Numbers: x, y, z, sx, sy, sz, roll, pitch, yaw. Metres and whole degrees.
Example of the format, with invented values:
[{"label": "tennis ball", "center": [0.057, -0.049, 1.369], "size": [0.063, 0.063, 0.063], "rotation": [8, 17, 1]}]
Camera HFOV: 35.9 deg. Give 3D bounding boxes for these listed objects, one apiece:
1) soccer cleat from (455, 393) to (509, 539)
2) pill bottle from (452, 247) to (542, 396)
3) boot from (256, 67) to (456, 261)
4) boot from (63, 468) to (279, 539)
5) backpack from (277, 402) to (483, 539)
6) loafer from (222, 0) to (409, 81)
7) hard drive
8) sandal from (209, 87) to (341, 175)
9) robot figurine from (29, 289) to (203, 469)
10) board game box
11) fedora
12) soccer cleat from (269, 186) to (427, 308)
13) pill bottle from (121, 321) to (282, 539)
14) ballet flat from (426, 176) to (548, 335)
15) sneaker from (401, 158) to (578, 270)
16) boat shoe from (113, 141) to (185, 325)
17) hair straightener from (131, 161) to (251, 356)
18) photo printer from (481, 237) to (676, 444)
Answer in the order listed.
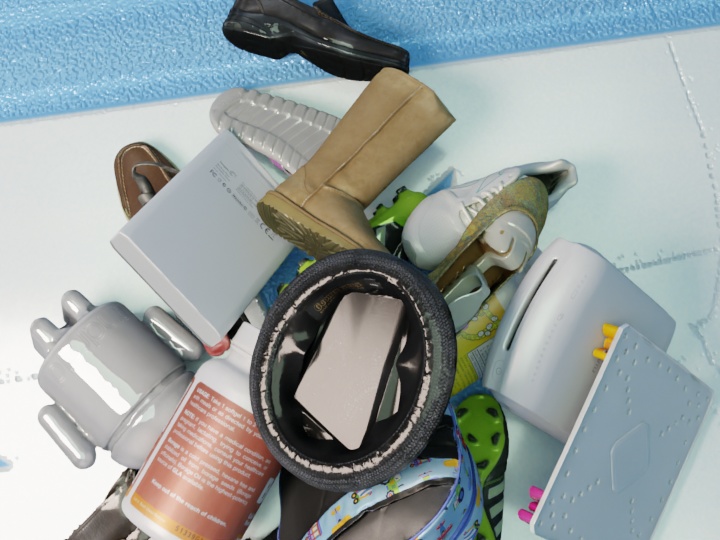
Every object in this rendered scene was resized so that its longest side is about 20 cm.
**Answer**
[{"label": "soccer cleat", "center": [0.112, 0.221, 1.086], "size": [0.067, 0.081, 0.202], "rotation": [0, 62, 12]}, {"label": "pill bottle", "center": [0.099, 0.054, 1.083], "size": [0.199, 0.104, 0.105], "rotation": [-33, 84, -3]}, {"label": "boot", "center": [0.023, -0.088, 1.049], "size": [0.175, 0.066, 0.200], "rotation": [36, 68, 21]}, {"label": "boot", "center": [-0.175, 0.262, 1.083], "size": [0.199, 0.069, 0.175], "rotation": [-39, 85, -1]}, {"label": "backpack", "center": [0.027, 0.212, 1.001], "size": [0.199, 0.183, 0.135], "rotation": [-33, 123, 20]}, {"label": "loafer", "center": [-0.040, -0.248, 1.139], "size": [0.198, 0.073, 0.073], "rotation": [17, 80, 2]}, {"label": "hard drive", "center": [-0.135, -0.036, 1.058], "size": [0.132, 0.200, 0.027], "rotation": [47, 130, -11]}, {"label": "sandal", "center": [-0.062, -0.128, 1.138], "size": [0.202, 0.050, 0.083], "rotation": [32, 70, 17]}, {"label": "robot figurine", "center": [-0.232, 0.111, 1.078], "size": [0.200, 0.113, 0.170], "rotation": [42, 70, 5]}, {"label": "board game box", "center": [0.244, 0.171, 1.041], "size": [0.026, 0.199, 0.202], "rotation": [20, 82, 46]}, {"label": "fedora", "center": [0.004, 0.085, 0.945], "size": [0.198, 0.091, 0.203], "rotation": [-3, 83, 24]}, {"label": "soccer cleat", "center": [0.000, 0.000, 1.104], "size": [0.199, 0.068, 0.081], "rotation": [-37, 84, -6]}, {"label": "pill bottle", "center": [-0.120, 0.154, 1.006], "size": [0.111, 0.112, 0.201], "rotation": [30, 84, 4]}, {"label": "ballet flat", "center": [0.110, -0.001, 1.006], "size": [0.200, 0.071, 0.071], "rotation": [-44, 85, -5]}, {"label": "sneaker", "center": [0.126, -0.065, 1.075], "size": [0.199, 0.080, 0.071], "rotation": [-28, 89, -26]}, {"label": "boat shoe", "center": [-0.192, -0.042, 1.114], "size": [0.074, 0.075, 0.204], "rotation": [-27, 84, -2]}, {"label": "hair straightener", "center": [-0.160, -0.019, 1.074], "size": [0.041, 0.077, 0.201], "rotation": [-33, 86, 39]}, {"label": "photo printer", "center": [0.202, 0.072, 1.038], "size": [0.069, 0.199, 0.168], "rotation": [24, 83, 46]}]
